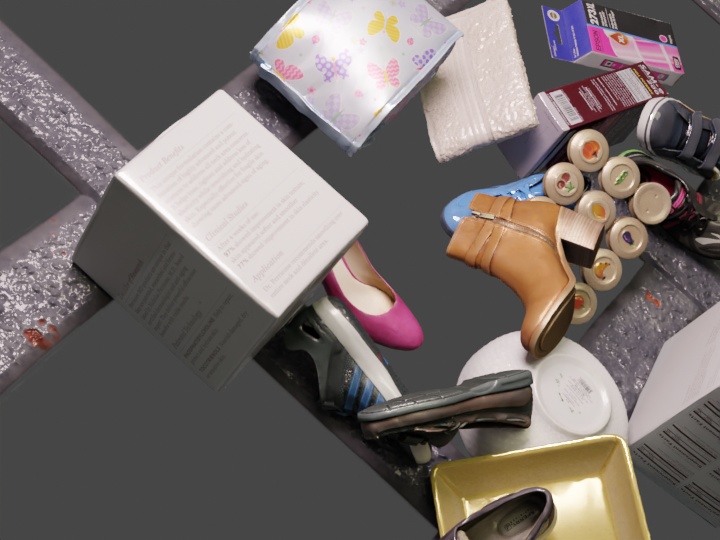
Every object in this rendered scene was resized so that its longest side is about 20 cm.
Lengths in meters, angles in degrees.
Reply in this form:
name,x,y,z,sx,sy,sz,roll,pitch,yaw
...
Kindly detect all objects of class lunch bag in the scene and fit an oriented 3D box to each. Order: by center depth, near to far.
name,x,y,z,sx,sy,sz,roll,pitch,yaw
lunch bag,-0.012,-0.245,1.478,0.170,0.127,0.200,41,60,0

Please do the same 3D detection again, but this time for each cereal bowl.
name,x,y,z,sx,sy,sz,roll,pitch,yaw
cereal bowl,0.205,0.148,1.371,0.200,0.083,0.200,13,55,-19

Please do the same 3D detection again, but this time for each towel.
name,x,y,z,sx,sy,sz,roll,pitch,yaw
towel,0.136,-0.234,1.556,0.034,0.132,0.200,43,31,-56

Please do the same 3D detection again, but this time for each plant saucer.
name,x,y,z,sx,sy,sz,roll,pitch,yaw
plant saucer,0.182,0.274,1.259,0.200,0.048,0.200,-10,61,3

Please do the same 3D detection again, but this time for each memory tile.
name,x,y,z,sx,sy,sz,roll,pitch,yaw
memory tile,0.258,-0.050,1.491,0.153,0.017,0.200,39,82,-13

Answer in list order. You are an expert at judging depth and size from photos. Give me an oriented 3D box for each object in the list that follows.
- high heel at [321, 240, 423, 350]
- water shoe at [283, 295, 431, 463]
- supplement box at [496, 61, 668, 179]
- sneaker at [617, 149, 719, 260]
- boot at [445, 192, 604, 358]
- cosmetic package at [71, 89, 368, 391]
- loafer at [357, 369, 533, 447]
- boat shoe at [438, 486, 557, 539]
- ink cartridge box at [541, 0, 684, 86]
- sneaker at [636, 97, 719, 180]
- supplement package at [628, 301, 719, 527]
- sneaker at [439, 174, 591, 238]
name,x,y,z,sx,sy,sz,roll,pitch,yaw
high heel,0.000,0.000,1.349,0.200,0.096,0.067,44,51,5
water shoe,-0.003,0.120,1.299,0.200,0.079,0.072,56,7,-7
supplement box,0.278,-0.189,1.605,0.200,0.109,0.061,-20,71,-36
sneaker,0.397,-0.075,1.602,0.200,0.077,0.084,33,14,6
boot,0.164,0.001,1.397,0.155,0.074,0.200,17,50,17
cosmetic package,-0.137,-0.029,1.253,0.200,0.166,0.167,42,51,2
loafer,0.091,0.144,1.251,0.200,0.072,0.063,-11,92,-30
boat shoe,0.103,0.269,1.209,0.200,0.065,0.072,-35,64,-10
ink cartridge box,0.348,-0.317,1.772,0.200,0.037,0.095,7,57,-21
sneaker,0.422,-0.166,1.628,0.079,0.079,0.200,21,4,37
supplement package,0.420,0.140,1.410,0.147,0.200,0.191,37,51,-2
sneaker,0.185,-0.083,1.511,0.200,0.078,0.066,-11,68,-30
